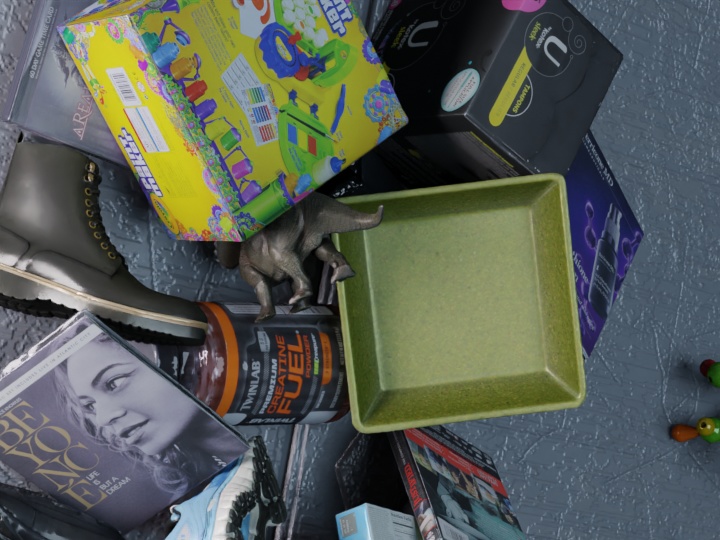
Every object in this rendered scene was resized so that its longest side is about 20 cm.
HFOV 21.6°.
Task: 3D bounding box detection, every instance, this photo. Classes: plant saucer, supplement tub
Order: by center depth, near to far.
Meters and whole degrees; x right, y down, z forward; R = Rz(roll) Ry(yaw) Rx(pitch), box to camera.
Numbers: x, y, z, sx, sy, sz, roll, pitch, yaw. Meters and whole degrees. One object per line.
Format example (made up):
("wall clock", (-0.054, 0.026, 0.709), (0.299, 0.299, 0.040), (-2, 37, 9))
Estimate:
("supplement tub", (-0.103, 0.079, 1.589), (0.200, 0.107, 0.107), (1, 91, -36))
("plant saucer", (0.081, 0.026, 1.594), (0.199, 0.048, 0.200), (-7, 96, -2))

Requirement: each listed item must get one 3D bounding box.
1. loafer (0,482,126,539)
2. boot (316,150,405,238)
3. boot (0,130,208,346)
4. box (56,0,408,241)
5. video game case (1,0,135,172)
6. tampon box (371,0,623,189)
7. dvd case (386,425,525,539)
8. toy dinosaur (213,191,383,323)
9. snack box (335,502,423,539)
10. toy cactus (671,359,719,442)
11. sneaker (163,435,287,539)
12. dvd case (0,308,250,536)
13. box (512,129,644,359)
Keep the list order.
("loafer", (-0.271, 0.205, 1.501), (0.200, 0.070, 0.068), (27, 114, -21))
("boot", (0.000, 0.000, 1.678), (0.168, 0.076, 0.200), (39, 62, -34))
("boot", (-0.203, -0.025, 1.489), (0.200, 0.077, 0.138), (16, 75, -2))
("box", (-0.099, -0.157, 1.516), (0.193, 0.122, 0.200), (-37, 112, -29))
("video game case", (-0.184, -0.156, 1.541), (0.200, 0.019, 0.143), (21, 80, -35))
("tampon box", (0.101, -0.160, 1.673), (0.126, 0.200, 0.150), (37, 70, -31))
("dvd case", (0.091, 0.207, 1.696), (0.146, 0.200, 0.022), (34, 110, -32))
("toy dinosaur", (-0.061, -0.022, 1.544), (0.077, 0.200, 0.102), (-17, 78, -37))
("snack box", (0.060, 0.275, 1.628), (0.200, 0.037, 0.116), (24, 48, -49))
("toy cactus", (0.411, 0.153, 1.988), (0.200, 0.102, 0.165), (50, 45, -23))
("sneaker", (-0.120, 0.196, 1.562), (0.200, 0.090, 0.078), (-54, 127, -73))
("dvd case", (-0.206, 0.128, 1.500), (0.149, 0.016, 0.200), (-35, 127, 16))
("box", (0.164, -0.025, 1.741), (0.148, 0.104, 0.200), (58, 39, -25))
